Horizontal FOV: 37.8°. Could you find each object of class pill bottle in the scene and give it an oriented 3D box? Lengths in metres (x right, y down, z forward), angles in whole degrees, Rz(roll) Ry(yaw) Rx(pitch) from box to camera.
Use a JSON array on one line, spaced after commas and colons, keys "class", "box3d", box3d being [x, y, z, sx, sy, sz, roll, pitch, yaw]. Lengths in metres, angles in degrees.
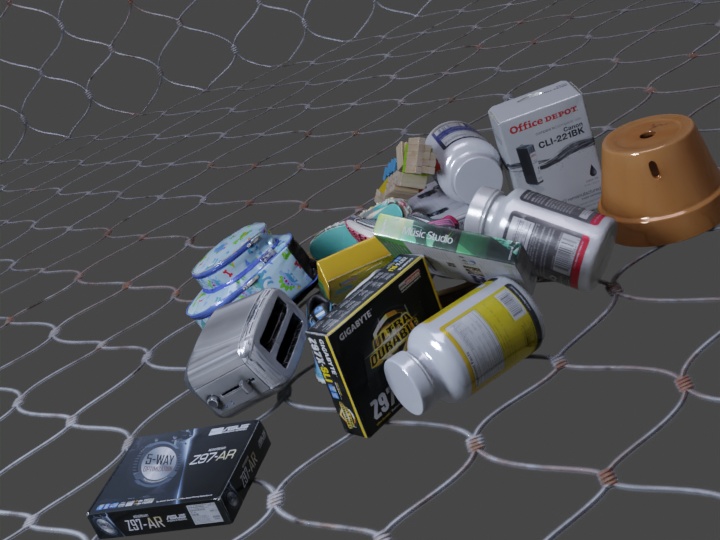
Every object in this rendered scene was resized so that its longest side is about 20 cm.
[{"class": "pill bottle", "box3d": [0.253, -0.052, 1.496, 0.199, 0.111, 0.111, 22, 42, 22]}, {"class": "pill bottle", "box3d": [0.175, -0.176, 1.766, 0.111, 0.111, 0.200, -20, 22, 0]}, {"class": "pill bottle", "box3d": [0.132, 0.099, 1.352, 0.200, 0.112, 0.112, -31, 26, -22]}]

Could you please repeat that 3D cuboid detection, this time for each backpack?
[{"class": "backpack", "box3d": [-0.189, 0.022, 1.703, 0.200, 0.147, 0.183, -45, 16, -14]}]

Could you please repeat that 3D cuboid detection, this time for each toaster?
[{"class": "toaster", "box3d": [-0.157, 0.110, 1.516, 0.129, 0.114, 0.200, -24, 29, 32]}]

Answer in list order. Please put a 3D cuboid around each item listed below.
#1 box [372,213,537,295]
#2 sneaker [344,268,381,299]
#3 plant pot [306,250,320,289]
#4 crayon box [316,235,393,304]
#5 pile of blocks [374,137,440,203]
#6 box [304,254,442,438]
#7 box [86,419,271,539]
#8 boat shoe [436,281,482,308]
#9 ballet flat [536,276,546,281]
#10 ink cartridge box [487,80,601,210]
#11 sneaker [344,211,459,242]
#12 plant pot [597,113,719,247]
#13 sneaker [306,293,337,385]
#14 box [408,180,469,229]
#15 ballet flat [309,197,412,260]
[{"class": "box", "box3d": [0.130, -0.021, 1.414, 0.199, 0.144, 0.037, 12, 77, 21]}, {"class": "sneaker", "box3d": [0.031, 0.041, 1.541, 0.099, 0.075, 0.200, -35, -16, 20]}, {"class": "plant pot", "box3d": [-0.014, -0.019, 1.828, 0.199, 0.028, 0.200, -18, 25, 8]}, {"class": "crayon box", "box3d": [0.000, 0.000, 1.609, 0.126, 0.051, 0.200, -23, -13, -8]}, {"class": "pile of blocks", "box3d": [0.087, -0.164, 1.766, 0.062, 0.083, 0.200, 6, -22, -20]}, {"class": "box", "box3d": [0.032, 0.096, 1.380, 0.049, 0.160, 0.200, 6, 34, 44]}, {"class": "box", "box3d": [-0.233, 0.270, 1.367, 0.199, 0.044, 0.160, -11, 26, 21]}, {"class": "boat shoe", "box3d": [0.138, 0.060, 1.488, 0.199, 0.070, 0.071, -25, 63, 6]}, {"class": "ballet flat", "box3d": [0.207, -0.018, 1.605, 0.199, 0.069, 0.071, 10, 41, 42]}, {"class": "ink cartridge box", "box3d": [0.306, -0.186, 1.708, 0.144, 0.201, 0.084, -20, 23, 2]}, {"class": "sneaker", "box3d": [0.067, -0.060, 1.688, 0.199, 0.081, 0.075, 13, 74, 28]}, {"class": "plant pot", "box3d": [0.445, -0.144, 1.584, 0.199, 0.141, 0.200, -18, 24, 8]}, {"class": "sneaker", "box3d": [-0.049, 0.095, 1.532, 0.078, 0.090, 0.200, -24, 25, -7]}, {"class": "box", "box3d": [0.127, -0.087, 1.817, 0.116, 0.060, 0.200, -23, 23, -5]}, {"class": "ballet flat", "box3d": [0.007, -0.064, 1.780, 0.199, 0.076, 0.064, -22, 0, 26]}]
